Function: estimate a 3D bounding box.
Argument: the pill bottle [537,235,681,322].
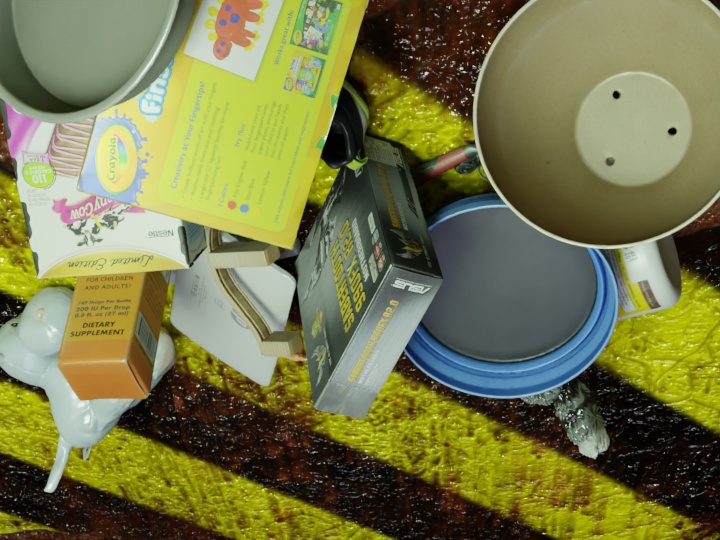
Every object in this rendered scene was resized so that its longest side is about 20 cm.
[{"bbox_3d":[0.190,0.003,1.110,0.200,0.109,0.109,-16,140,24],"label":"pill bottle"}]

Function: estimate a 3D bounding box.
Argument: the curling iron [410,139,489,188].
[{"bbox_3d":[0.044,-0.073,1.088,0.200,0.026,0.050,-23,139,32],"label":"curling iron"}]

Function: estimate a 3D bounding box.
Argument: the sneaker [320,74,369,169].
[{"bbox_3d":[-0.066,-0.147,0.949,0.200,0.083,0.072,28,137,-29],"label":"sneaker"}]

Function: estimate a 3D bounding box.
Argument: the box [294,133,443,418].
[{"bbox_3d":[0.000,0.000,1.013,0.048,0.200,0.159,15,124,-20],"label":"box"}]

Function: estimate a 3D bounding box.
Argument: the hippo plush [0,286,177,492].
[{"bbox_3d":[-0.308,0.095,1.287,0.161,0.159,0.200,43,119,-1],"label":"hippo plush"}]

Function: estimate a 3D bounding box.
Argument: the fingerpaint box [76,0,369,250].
[{"bbox_3d":[-0.104,-0.137,0.881,0.167,0.073,0.200,15,100,-13],"label":"fingerpaint box"}]

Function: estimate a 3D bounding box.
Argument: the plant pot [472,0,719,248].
[{"bbox_3d":[0.201,-0.116,0.908,0.200,0.201,0.134,-13,176,21],"label":"plant pot"}]

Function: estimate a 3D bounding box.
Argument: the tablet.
[{"bbox_3d":[-0.131,0.033,1.174,0.130,0.014,0.200,33,145,10],"label":"tablet"}]

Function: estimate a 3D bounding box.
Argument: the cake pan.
[{"bbox_3d":[-0.191,-0.200,0.817,0.200,0.201,0.037,-19,170,28],"label":"cake pan"}]

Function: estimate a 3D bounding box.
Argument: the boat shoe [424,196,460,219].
[{"bbox_3d":[0.024,-0.024,1.140,0.200,0.073,0.063,-14,106,33],"label":"boat shoe"}]

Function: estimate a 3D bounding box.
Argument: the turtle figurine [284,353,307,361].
[{"bbox_3d":[0.017,0.046,1.186,0.161,0.065,0.200,6,155,-45],"label":"turtle figurine"}]

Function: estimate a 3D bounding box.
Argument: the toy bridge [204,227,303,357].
[{"bbox_3d":[-0.107,-0.015,1.075,0.067,0.027,0.200,-2,114,30],"label":"toy bridge"}]

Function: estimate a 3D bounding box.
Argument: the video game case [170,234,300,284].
[{"bbox_3d":[-0.181,-0.059,1.131,0.182,0.022,0.200,-12,141,20],"label":"video game case"}]

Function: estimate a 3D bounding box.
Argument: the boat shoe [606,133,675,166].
[{"bbox_3d":[0.219,-0.089,1.014,0.200,0.071,0.065,-7,143,16],"label":"boat shoe"}]

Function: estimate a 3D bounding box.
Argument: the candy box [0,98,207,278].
[{"bbox_3d":[-0.211,-0.098,0.963,0.136,0.061,0.200,-4,109,10],"label":"candy box"}]

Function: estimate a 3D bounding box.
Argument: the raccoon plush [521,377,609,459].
[{"bbox_3d":[0.152,0.120,1.228,0.134,0.200,0.097,-30,166,38],"label":"raccoon plush"}]

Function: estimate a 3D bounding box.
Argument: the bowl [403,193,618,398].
[{"bbox_3d":[0.123,0.022,1.039,0.200,0.039,0.201,4,122,6],"label":"bowl"}]

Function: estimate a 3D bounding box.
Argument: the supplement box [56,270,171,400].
[{"bbox_3d":[-0.209,0.013,1.043,0.066,0.200,0.069,-3,142,9],"label":"supplement box"}]
